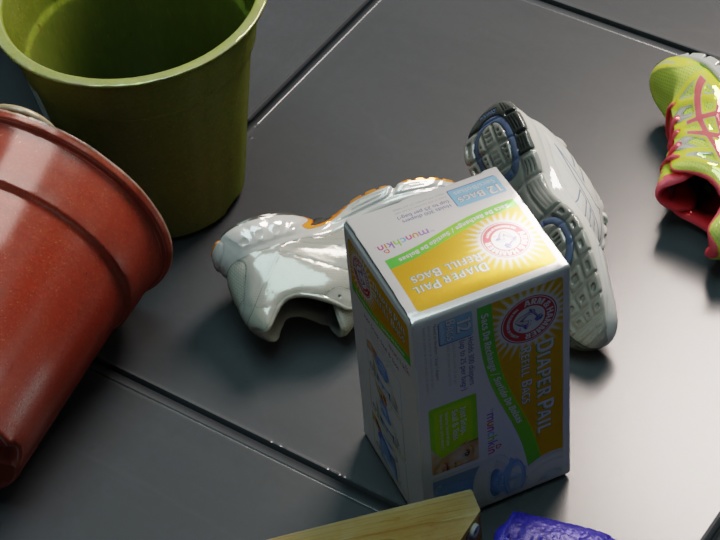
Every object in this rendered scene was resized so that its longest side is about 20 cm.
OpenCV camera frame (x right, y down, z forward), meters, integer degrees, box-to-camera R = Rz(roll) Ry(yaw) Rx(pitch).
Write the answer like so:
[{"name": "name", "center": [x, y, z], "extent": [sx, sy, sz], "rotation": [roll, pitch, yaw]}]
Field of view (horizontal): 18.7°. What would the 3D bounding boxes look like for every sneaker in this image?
[{"name": "sneaker", "center": [0.000, 0.000, 1.553], "extent": [0.199, 0.076, 0.092], "rotation": [-15, 65, -11]}, {"name": "sneaker", "center": [0.248, -0.084, 1.591], "extent": [0.090, 0.078, 0.200], "rotation": [-19, 47, -9]}, {"name": "sneaker", "center": [0.146, -0.032, 1.552], "extent": [0.087, 0.074, 0.201], "rotation": [11, 51, -42]}]

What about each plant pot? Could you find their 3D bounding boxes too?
[{"name": "plant pot", "center": [-0.257, 0.028, 1.470], "extent": [0.200, 0.201, 0.196], "rotation": [13, 57, 19]}, {"name": "plant pot", "center": [-0.156, -0.130, 1.601], "extent": [0.199, 0.190, 0.201], "rotation": [-3, 46, 3]}]

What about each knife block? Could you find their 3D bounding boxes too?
[{"name": "knife block", "center": [-0.040, 0.199, 1.354], "extent": [0.175, 0.064, 0.200], "rotation": [21, 51, 23]}]

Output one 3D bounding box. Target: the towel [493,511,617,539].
[{"name": "towel", "center": [0.159, 0.220, 1.322], "extent": [0.199, 0.050, 0.148], "rotation": [12, 49, 18]}]

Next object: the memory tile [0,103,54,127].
[{"name": "memory tile", "center": [-0.258, -0.075, 1.558], "extent": [0.153, 0.200, 0.017], "rotation": [11, 68, 18]}]

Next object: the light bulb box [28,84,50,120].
[{"name": "light bulb box", "center": [-0.232, -0.260, 1.730], "extent": [0.124, 0.200, 0.198], "rotation": [-19, 46, -13]}]

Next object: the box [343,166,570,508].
[{"name": "box", "center": [0.064, 0.051, 1.392], "extent": [0.112, 0.200, 0.101], "rotation": [-21, 47, -14]}]
